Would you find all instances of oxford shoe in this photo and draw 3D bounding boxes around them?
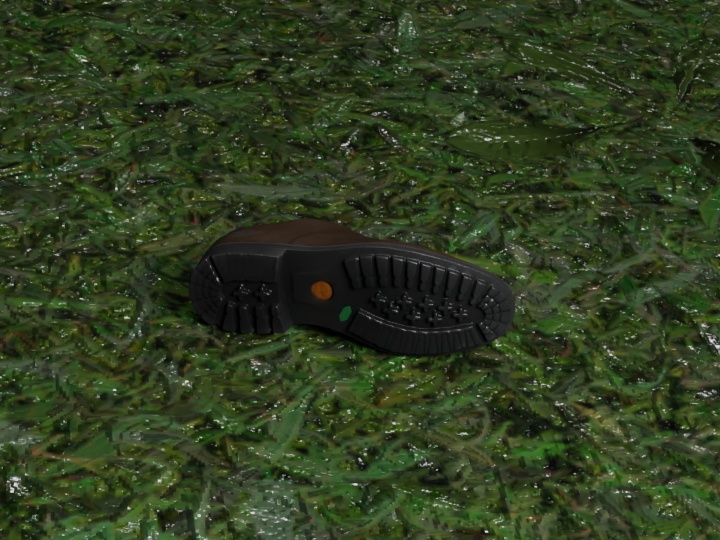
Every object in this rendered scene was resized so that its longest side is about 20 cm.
[{"bbox_3d":[0.000,0.000,1.224,0.198,0.073,0.085,10,28,6],"label":"oxford shoe"}]
